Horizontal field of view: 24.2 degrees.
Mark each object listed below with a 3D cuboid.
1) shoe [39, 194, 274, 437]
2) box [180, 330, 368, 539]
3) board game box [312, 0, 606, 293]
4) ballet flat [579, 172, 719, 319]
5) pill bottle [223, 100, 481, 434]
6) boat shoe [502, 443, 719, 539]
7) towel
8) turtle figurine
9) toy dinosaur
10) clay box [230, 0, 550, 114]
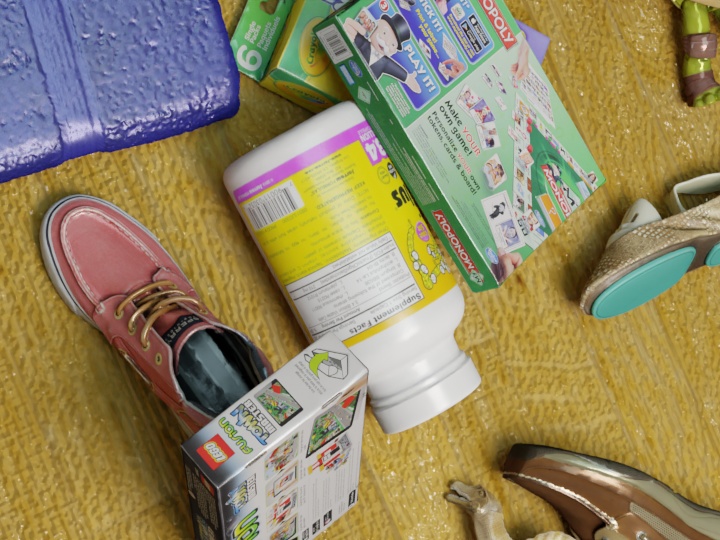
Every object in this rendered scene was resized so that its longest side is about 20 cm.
[{"bbox_3d":[-0.120,0.030,1.034,0.071,0.091,0.200,-39,93,-19],"label":"shoe"},{"bbox_3d":[-0.049,0.122,0.998,0.110,0.200,0.035,-36,68,-20],"label":"box"},{"bbox_3d":[0.069,-0.105,1.087,0.134,0.029,0.201,-41,105,-37],"label":"board game box"},{"bbox_3d":[0.226,-0.026,1.195,0.199,0.071,0.065,-20,63,-24],"label":"ballet flat"},{"bbox_3d":[0.000,0.000,1.078,0.104,0.104,0.201,-29,94,-21],"label":"pill bottle"},{"bbox_3d":[0.186,0.179,1.142,0.199,0.076,0.074,25,79,-15],"label":"boat shoe"},{"bbox_3d":[-0.184,-0.144,1.062,0.199,0.049,0.149,-17,97,-22],"label":"towel"},{"bbox_3d":[0.241,-0.203,1.212,0.199,0.064,0.162,-23,99,-30],"label":"turtle figurine"},{"bbox_3d":[0.122,0.227,1.111,0.200,0.058,0.101,42,82,-2],"label":"toy dinosaur"},{"bbox_3d":[0.020,-0.148,1.133,0.199,0.048,0.116,26,74,-17],"label":"clay box"}]
